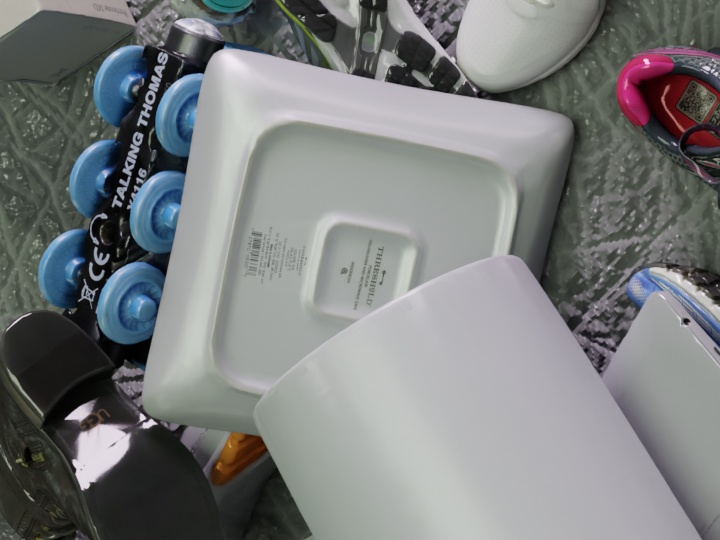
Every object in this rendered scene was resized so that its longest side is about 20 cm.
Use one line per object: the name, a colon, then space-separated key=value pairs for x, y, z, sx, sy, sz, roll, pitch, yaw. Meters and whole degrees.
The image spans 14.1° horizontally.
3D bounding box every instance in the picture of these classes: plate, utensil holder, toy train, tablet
plate: x=0.000 y=0.000 z=1.512 sx=0.199 sy=0.032 sz=0.200 roll=11 pitch=98 yaw=-8
utensil holder: x=0.063 y=0.117 z=1.411 sx=0.170 sy=0.170 sz=0.200 roll=-37 pitch=75 yaw=23
toy train: x=-0.098 y=-0.037 z=1.584 sx=0.087 sy=0.114 sz=0.201 roll=27 pitch=103 yaw=45
tablet: x=0.152 y=0.113 z=1.444 sx=0.130 sy=0.014 sz=0.200 roll=50 pitch=142 yaw=21

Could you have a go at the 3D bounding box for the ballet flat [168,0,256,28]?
ballet flat: x=-0.078 y=-0.233 z=1.608 sx=0.072 sy=0.072 sz=0.201 roll=10 pitch=88 yaw=29

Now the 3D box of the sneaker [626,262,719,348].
sneaker: x=0.192 y=0.079 z=1.442 sx=0.089 sy=0.078 sz=0.200 roll=-44 pitch=70 yaw=19

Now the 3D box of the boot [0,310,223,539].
boot: x=-0.153 y=0.121 z=1.594 sx=0.200 sy=0.069 sz=0.174 roll=58 pitch=154 yaw=12

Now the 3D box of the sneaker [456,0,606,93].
sneaker: x=0.110 y=-0.175 z=1.494 sx=0.070 sy=0.080 sz=0.200 roll=48 pitch=112 yaw=19

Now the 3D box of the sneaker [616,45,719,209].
sneaker: x=0.212 y=-0.048 z=1.435 sx=0.200 sy=0.075 sz=0.081 roll=28 pitch=102 yaw=26

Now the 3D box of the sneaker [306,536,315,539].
sneaker: x=-0.034 y=0.202 z=1.571 sx=0.200 sy=0.070 sz=0.080 roll=-47 pitch=27 yaw=34

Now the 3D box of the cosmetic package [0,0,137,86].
cosmetic package: x=-0.217 y=-0.212 z=1.663 sx=0.073 sy=0.103 sz=0.201 roll=-32 pitch=75 yaw=24

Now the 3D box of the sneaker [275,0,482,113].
sneaker: x=0.009 y=-0.112 z=1.556 sx=0.074 sy=0.081 sz=0.201 roll=-26 pitch=94 yaw=-1

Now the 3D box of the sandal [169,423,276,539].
sandal: x=-0.080 y=0.094 z=1.593 sx=0.059 sy=0.079 sz=0.207 roll=38 pitch=109 yaw=22
